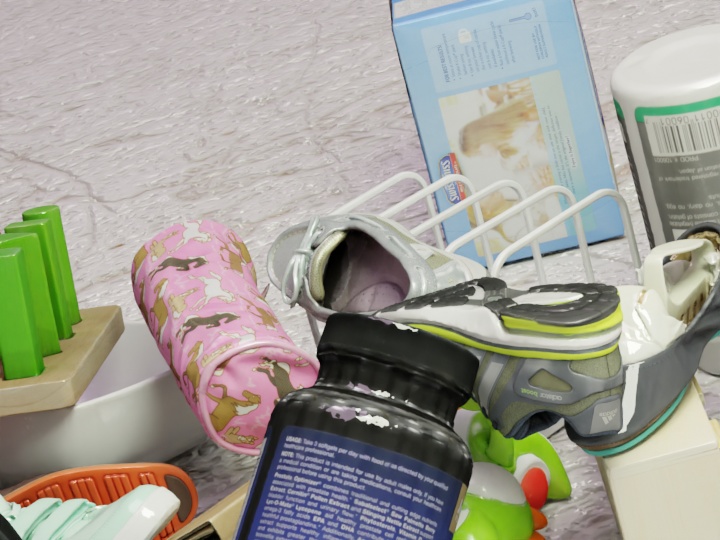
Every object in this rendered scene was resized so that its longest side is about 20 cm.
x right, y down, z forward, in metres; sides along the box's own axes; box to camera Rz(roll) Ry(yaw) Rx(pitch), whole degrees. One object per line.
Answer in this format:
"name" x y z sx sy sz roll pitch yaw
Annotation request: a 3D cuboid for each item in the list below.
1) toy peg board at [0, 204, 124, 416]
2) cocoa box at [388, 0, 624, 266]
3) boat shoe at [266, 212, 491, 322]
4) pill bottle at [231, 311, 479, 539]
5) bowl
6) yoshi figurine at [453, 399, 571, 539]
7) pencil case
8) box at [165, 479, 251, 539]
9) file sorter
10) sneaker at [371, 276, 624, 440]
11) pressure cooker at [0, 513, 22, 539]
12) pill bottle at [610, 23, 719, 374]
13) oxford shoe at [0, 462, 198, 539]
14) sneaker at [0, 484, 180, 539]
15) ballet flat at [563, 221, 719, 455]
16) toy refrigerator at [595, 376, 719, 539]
"toy peg board" -0.271 0.029 1.782 0.199 0.098 0.200 -8 12 6
"cocoa box" 0.105 -0.121 2.009 0.133 0.200 0.131 -13 22 5
"boat shoe" 0.000 0.002 1.707 0.065 0.075 0.202 18 2 -37
"pill bottle" -0.006 0.129 1.445 0.112 0.112 0.200 6 74 45
"bowl" -0.190 0.093 1.828 0.200 0.075 0.200 -1 15 38
"yoshi figurine" 0.049 0.114 1.603 0.112 0.113 0.200 -18 22 17
"pencil case" -0.083 0.040 1.715 0.086 0.083 0.200 -15 27 -9
"box" -0.064 0.135 1.628 0.200 0.021 0.163 -34 -1 -44
"file sorter" 0.072 0.015 1.797 0.139 0.125 0.200 -31 25 -36
"sneaker" 0.072 0.051 1.515 0.074 0.081 0.200 -16 11 -31
"pressure cooker" -0.264 0.197 1.480 0.176 0.179 0.200 -31 21 27
"pill bottle" 0.230 -0.043 1.722 0.113 0.200 0.113 -14 21 5
"oxford shoe" -0.197 0.153 1.724 0.200 0.071 0.073 -14 15 5
"sneaker" -0.200 0.144 1.583 0.200 0.118 0.074 -32 6 34
"ballet flat" 0.165 0.029 1.563 0.073 0.073 0.200 0 26 35
"toy refrigerator" 0.169 0.096 1.592 0.070 0.076 0.200 -15 20 3
